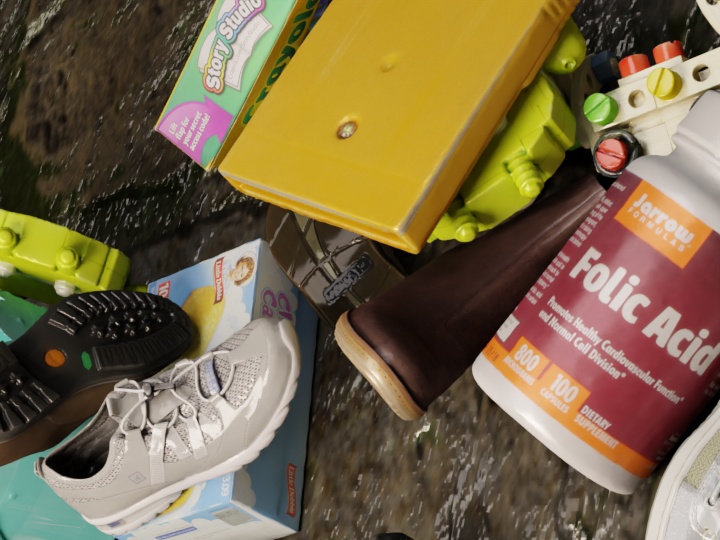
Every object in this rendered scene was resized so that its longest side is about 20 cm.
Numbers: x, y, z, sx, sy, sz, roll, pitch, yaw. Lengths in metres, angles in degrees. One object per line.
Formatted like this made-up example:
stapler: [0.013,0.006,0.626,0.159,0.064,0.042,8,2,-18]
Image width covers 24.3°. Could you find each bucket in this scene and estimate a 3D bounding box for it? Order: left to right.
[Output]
bucket: [-0.251,0.120,1.213,0.207,0.135,0.207,-34,46,43]

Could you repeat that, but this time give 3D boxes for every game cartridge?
game cartridge: [0.025,-0.116,1.003,0.176,0.032,0.200,21,72,47]

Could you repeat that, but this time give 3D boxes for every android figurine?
android figurine: [-0.236,0.000,1.254,0.200,0.182,0.041,130,158,-77]
android figurine: [0.055,-0.098,1.015,0.182,0.041,0.200,-33,45,15]

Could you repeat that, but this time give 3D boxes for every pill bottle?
pill bottle: [0.163,0.011,0.898,0.200,0.114,0.114,-53,39,6]

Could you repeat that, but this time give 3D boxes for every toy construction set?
toy construction set: [0.181,-0.125,0.991,0.200,0.092,0.131,-26,72,43]

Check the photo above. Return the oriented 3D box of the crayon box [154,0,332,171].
crayon box: [-0.041,-0.182,1.159,0.173,0.058,0.200,-40,-16,-54]

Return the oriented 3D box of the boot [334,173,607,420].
boot: [0.073,0.003,0.959,0.166,0.072,0.200,-40,-1,11]

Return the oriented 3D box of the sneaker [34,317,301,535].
sneaker: [-0.121,0.096,1.055,0.200,0.082,0.075,-41,42,17]

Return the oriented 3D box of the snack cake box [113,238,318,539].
snack cake box: [-0.097,0.090,1.152,0.115,0.067,0.200,-22,50,36]

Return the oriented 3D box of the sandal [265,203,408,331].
sandal: [0.000,0.000,1.130,0.082,0.055,0.200,-41,56,6]

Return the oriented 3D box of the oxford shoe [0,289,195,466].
oxford shoe: [-0.195,0.071,1.100,0.073,0.200,0.084,48,136,19]

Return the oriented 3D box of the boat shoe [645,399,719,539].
boat shoe: [0.205,0.101,0.828,0.065,0.074,0.202,14,68,54]

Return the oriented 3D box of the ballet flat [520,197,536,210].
ballet flat: [0.018,-0.071,1.093,0.200,0.069,0.069,19,78,25]

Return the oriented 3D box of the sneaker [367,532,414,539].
sneaker: [0.067,0.211,0.895,0.114,0.076,0.199,-38,45,19]
